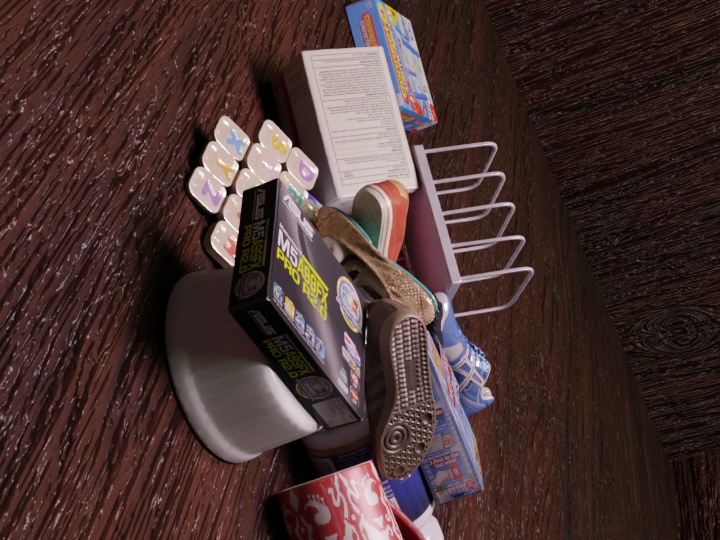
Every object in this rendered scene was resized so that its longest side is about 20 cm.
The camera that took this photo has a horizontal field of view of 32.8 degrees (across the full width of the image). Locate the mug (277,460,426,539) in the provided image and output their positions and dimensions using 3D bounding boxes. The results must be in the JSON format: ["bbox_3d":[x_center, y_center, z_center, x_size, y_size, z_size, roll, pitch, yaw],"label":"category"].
[{"bbox_3d":[-0.002,0.312,1.301,0.177,0.133,0.201,11,59,-76],"label":"mug"}]

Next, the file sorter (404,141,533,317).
[{"bbox_3d":[0.136,-0.051,1.620,0.139,0.124,0.201,110,-31,-63],"label":"file sorter"}]

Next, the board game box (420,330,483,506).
[{"bbox_3d":[0.077,0.134,1.441,0.200,0.061,0.201,-90,158,-64],"label":"board game box"}]

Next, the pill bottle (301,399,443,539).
[{"bbox_3d":[0.018,0.245,1.415,0.116,0.115,0.201,-63,133,-63],"label":"pill bottle"}]

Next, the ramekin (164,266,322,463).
[{"bbox_3d":[-0.104,0.086,1.240,0.200,0.097,0.202,-18,90,-71],"label":"ramekin"}]

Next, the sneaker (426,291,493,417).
[{"bbox_3d":[0.121,0.107,1.578,0.076,0.077,0.201,-113,-172,-55],"label":"sneaker"}]

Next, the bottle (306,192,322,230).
[{"bbox_3d":[-0.046,-0.028,1.543,0.200,0.065,0.084,42,35,-56],"label":"bottle"}]

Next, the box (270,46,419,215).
[{"bbox_3d":[-0.022,-0.178,1.600,0.127,0.109,0.201,-9,81,-30],"label":"box"}]

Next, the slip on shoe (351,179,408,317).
[{"bbox_3d":[0.020,-0.023,1.448,0.061,0.074,0.201,-29,143,-36],"label":"slip on shoe"}]

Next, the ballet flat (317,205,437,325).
[{"bbox_3d":[0.000,0.000,1.374,0.200,0.065,0.071,41,-27,31],"label":"ballet flat"}]

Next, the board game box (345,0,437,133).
[{"bbox_3d":[0.056,-0.352,2.117,0.196,0.056,0.201,3,71,-70],"label":"board game box"}]

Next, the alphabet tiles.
[{"bbox_3d":[-0.109,-0.073,1.382,0.196,0.015,0.201,45,46,-30],"label":"alphabet tiles"}]

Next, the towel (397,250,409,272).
[{"bbox_3d":[0.042,0.020,1.597,0.145,0.022,0.201,-11,84,-70],"label":"towel"}]

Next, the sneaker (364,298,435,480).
[{"bbox_3d":[0.036,0.125,1.321,0.075,0.070,0.201,36,-52,56],"label":"sneaker"}]

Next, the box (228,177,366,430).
[{"bbox_3d":[-0.056,0.035,1.200,0.161,0.044,0.200,-87,152,-44],"label":"box"}]
